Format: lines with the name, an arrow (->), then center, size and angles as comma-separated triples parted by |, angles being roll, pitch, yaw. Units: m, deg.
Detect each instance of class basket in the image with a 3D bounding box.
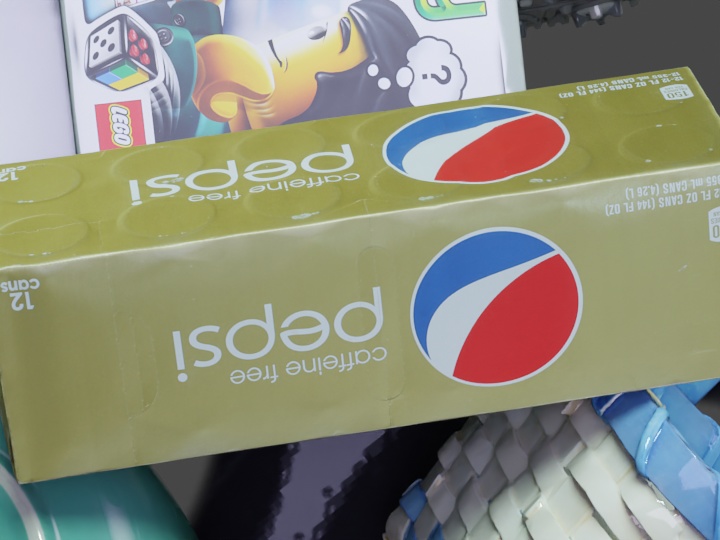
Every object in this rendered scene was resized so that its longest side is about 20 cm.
basket -> 0.111, 0.060, 0.861 | 0.139, 0.176, 0.200 | 41, 101, -18

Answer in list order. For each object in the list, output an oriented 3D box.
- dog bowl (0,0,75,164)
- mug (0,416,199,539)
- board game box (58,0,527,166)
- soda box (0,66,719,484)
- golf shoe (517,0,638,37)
dog bowl -> -0.120, -0.076, 0.884 | 0.199, 0.079, 0.201 | 0, 90, -4
mug -> -0.102, 0.104, 0.840 | 0.184, 0.115, 0.153 | 4, 70, 9
board game box -> -0.027, -0.133, 0.833 | 0.125, 0.035, 0.201 | -7, 89, -6
soda box -> 0.000, 0.000, 0.796 | 0.199, 0.068, 0.064 | -9, 116, -4
golf shoe -> 0.078, -0.127, 0.907 | 0.199, 0.078, 0.098 | -13, 85, -13
